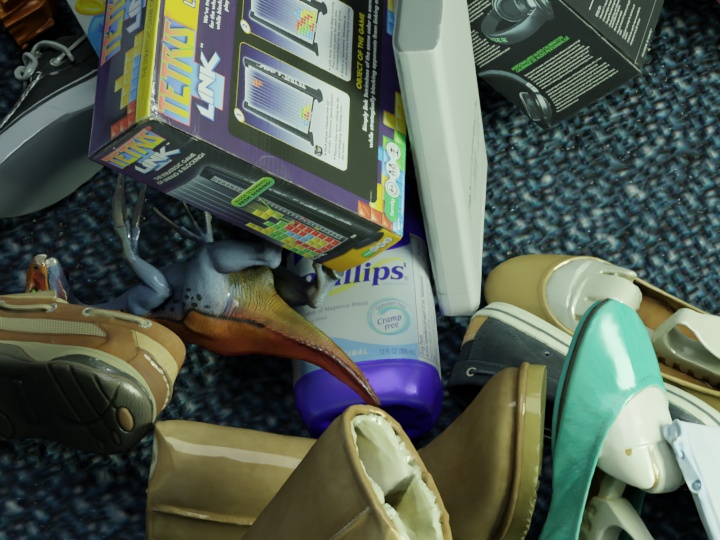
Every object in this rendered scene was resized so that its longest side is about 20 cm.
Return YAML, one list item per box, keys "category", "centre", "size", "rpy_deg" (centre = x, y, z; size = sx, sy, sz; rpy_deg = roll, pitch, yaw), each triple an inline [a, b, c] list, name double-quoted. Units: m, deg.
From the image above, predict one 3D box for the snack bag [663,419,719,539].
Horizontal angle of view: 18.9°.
- category: "snack bag"
  centre: [0.246, 0.168, 1.098]
  size: [0.200, 0.021, 0.189]
  rpy_deg: [8, 56, -41]

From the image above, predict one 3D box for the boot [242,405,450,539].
- category: "boot"
  centre: [-0.028, 0.193, 1.042]
  size: [0.066, 0.200, 0.175]
  rpy_deg: [6, 47, -49]

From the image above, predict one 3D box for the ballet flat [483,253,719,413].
- category: "ballet flat"
  centre: [0.164, 0.030, 1.218]
  size: [0.199, 0.063, 0.069]
  rpy_deg: [24, 62, 13]

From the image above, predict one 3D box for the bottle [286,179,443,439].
- category: "bottle"
  centre: [0.000, 0.000, 1.230]
  size: [0.083, 0.065, 0.201]
  rpy_deg: [-8, 60, 7]

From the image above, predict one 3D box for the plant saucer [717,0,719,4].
- category: "plant saucer"
  centre: [0.258, -0.218, 1.324]
  size: [0.200, 0.051, 0.201]
  rpy_deg: [18, 61, -36]

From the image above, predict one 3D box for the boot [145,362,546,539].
- category: "boot"
  centre: [-0.010, 0.102, 1.113]
  size: [0.199, 0.175, 0.066]
  rpy_deg: [8, 48, 0]

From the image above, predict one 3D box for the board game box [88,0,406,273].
- category: "board game box"
  centre: [-0.052, -0.120, 1.124]
  size: [0.165, 0.057, 0.201]
  rpy_deg: [24, 54, -32]

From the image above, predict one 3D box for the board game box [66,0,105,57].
- category: "board game box"
  centre: [-0.099, -0.175, 1.226]
  size: [0.105, 0.103, 0.200]
  rpy_deg: [-32, 94, -50]

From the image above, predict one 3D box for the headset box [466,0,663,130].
- category: "headset box"
  centre: [0.087, -0.217, 1.277]
  size: [0.200, 0.093, 0.174]
  rpy_deg: [37, 51, -20]

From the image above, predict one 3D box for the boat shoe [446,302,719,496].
- category: "boat shoe"
  centre: [0.134, 0.087, 1.181]
  size: [0.200, 0.075, 0.062]
  rpy_deg: [28, 65, 22]

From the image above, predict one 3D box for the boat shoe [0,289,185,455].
- category: "boat shoe"
  centre: [-0.182, 0.049, 1.185]
  size: [0.199, 0.076, 0.074]
  rpy_deg: [11, 40, 29]

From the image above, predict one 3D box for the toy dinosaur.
- category: "toy dinosaur"
  centre: [-0.102, 0.015, 1.184]
  size: [0.181, 0.105, 0.201]
  rpy_deg: [-32, 54, 26]

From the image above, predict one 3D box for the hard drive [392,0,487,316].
- category: "hard drive"
  centre: [0.046, -0.090, 1.194]
  size: [0.027, 0.200, 0.132]
  rpy_deg: [-2, 47, 9]

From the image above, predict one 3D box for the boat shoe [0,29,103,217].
- category: "boat shoe"
  centre: [-0.169, -0.109, 1.289]
  size: [0.068, 0.074, 0.199]
  rpy_deg: [35, 63, 21]

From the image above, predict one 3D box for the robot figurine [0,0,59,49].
- category: "robot figurine"
  centre: [-0.210, -0.239, 1.358]
  size: [0.145, 0.058, 0.200]
  rpy_deg: [-29, 58, -2]

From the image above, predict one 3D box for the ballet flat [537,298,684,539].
- category: "ballet flat"
  centre: [0.131, 0.116, 1.107]
  size: [0.070, 0.201, 0.067]
  rpy_deg: [25, 22, 39]
